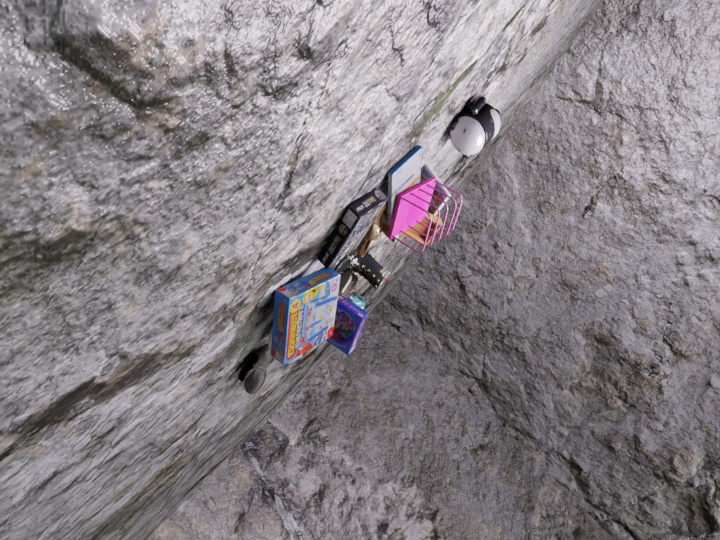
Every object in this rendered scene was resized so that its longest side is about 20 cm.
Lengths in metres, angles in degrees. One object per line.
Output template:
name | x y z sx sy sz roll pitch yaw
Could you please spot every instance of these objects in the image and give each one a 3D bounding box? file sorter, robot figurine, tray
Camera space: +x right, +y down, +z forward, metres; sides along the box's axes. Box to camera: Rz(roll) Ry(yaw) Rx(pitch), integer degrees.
file sorter | 0.195 -0.160 1.533 0.198 0.124 0.143 -31 145 -44
robot figurine | 0.362 -0.449 1.651 0.123 0.153 0.200 -10 -153 50
tray | 0.160 -0.159 1.703 0.099 0.195 0.038 -52 -152 35

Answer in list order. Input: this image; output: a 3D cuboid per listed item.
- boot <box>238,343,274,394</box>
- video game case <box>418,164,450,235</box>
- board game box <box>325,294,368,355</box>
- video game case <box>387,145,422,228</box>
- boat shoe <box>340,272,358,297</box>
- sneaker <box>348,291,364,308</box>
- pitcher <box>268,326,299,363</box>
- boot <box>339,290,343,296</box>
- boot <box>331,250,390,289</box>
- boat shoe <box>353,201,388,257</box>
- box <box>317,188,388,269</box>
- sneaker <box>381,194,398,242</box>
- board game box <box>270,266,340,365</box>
boot | -0.340 0.314 1.626 0.204 0.067 0.130 -60 163 21
video game case | 0.207 -0.229 1.760 0.018 0.146 0.202 -4 142 -41
board game box | -0.086 0.135 1.546 0.045 0.196 0.138 -33 150 -58
video game case | 0.125 -0.235 1.490 0.143 0.018 0.204 -45 151 -29
boat shoe | -0.082 0.088 1.708 0.202 0.072 0.059 -53 140 9
sneaker | -0.039 0.097 1.847 0.084 0.121 0.200 -45 172 -9
pitcher | -0.207 0.175 1.495 0.170 0.120 0.204 -29 150 -55
boot | -0.120 0.095 1.638 0.074 0.097 0.202 -40 168 -39
boot | 0.001 -0.001 1.640 0.074 0.153 0.203 -52 172 35
boat shoe | 0.031 -0.122 1.534 0.075 0.074 0.202 -37 166 -51
box | -0.020 -0.112 1.404 0.160 0.049 0.202 -36 165 -50
sneaker | 0.107 -0.164 1.614 0.088 0.075 0.202 -44 157 -16
board game box | -0.144 0.116 1.387 0.193 0.055 0.206 -27 134 -46
